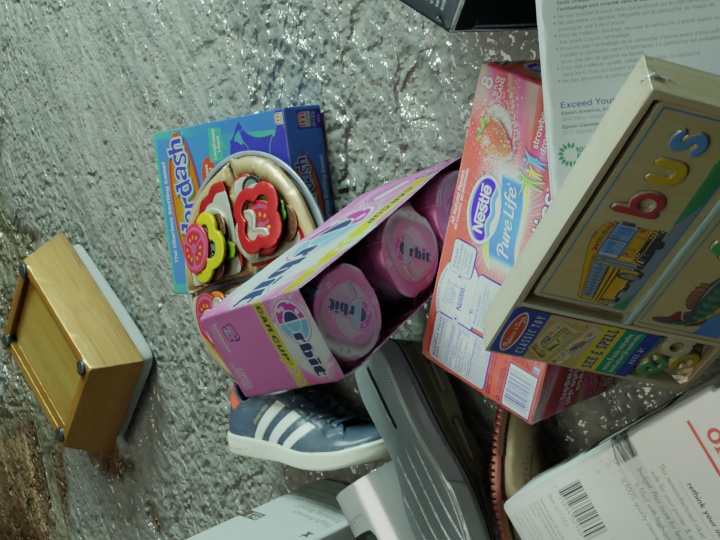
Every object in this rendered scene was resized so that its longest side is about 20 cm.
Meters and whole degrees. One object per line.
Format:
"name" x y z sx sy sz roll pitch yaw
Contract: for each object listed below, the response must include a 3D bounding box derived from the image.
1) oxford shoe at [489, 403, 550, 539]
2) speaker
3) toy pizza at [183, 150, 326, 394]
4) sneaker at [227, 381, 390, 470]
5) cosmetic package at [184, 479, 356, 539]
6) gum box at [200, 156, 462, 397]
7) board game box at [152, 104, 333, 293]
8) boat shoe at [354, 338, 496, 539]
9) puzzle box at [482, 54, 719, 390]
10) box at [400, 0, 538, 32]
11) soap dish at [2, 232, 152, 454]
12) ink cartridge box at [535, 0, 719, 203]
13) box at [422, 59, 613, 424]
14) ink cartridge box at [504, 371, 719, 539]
"oxford shoe" 0.133 0.172 0.742 0.074 0.070 0.204 -6 94 20
"speaker" 0.058 0.243 0.816 0.081 0.080 0.202 -43 69 43
"toy pizza" -0.094 0.003 0.879 0.198 0.031 0.204 8 101 45
"sneaker" -0.047 0.118 0.904 0.198 0.074 0.086 -2 90 43
"cosmetic package" -0.070 0.242 0.863 0.101 0.198 0.075 3 102 45
"gum box" 0.000 0.000 0.738 0.113 0.200 0.067 -17 108 48
"board game box" -0.105 -0.057 0.943 0.198 0.045 0.155 -2 98 48
"boat shoe" 0.061 0.136 0.785 0.072 0.061 0.202 -49 58 52
"puzzle box" 0.158 -0.012 0.546 0.201 0.131 0.026 113 164 -47
"box" 0.052 -0.238 0.656 0.200 0.147 0.106 41 127 34
"soap dish" -0.321 0.084 1.184 0.201 0.080 0.158 51 132 28
"ink cartridge box" 0.186 -0.143 0.537 0.193 0.043 0.204 -4 96 11
"box" 0.119 -0.022 0.672 0.102 0.094 0.203 29 119 39
"ink cartridge box" 0.198 0.137 0.625 0.199 0.067 0.117 -38 78 32
